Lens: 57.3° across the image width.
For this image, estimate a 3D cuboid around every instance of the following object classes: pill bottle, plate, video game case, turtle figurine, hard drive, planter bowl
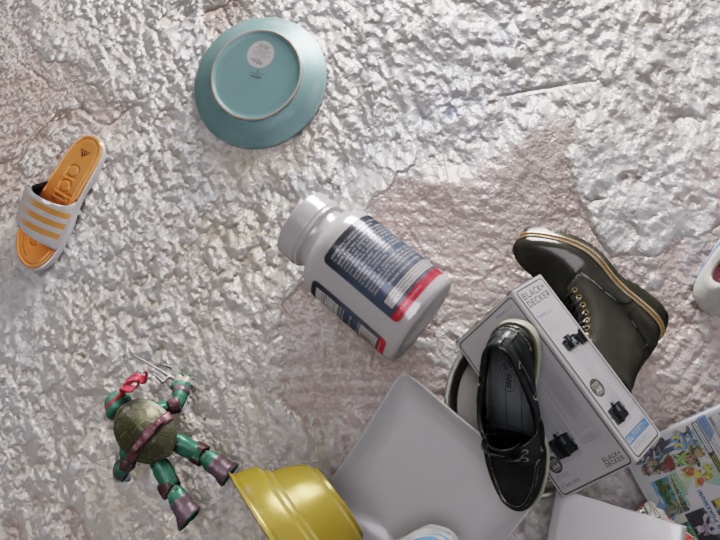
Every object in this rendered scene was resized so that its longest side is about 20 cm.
[{"bbox_3d":[0.000,0.000,0.796,0.199,0.120,0.120,39,85,14],"label":"pill bottle"},{"bbox_3d":[0.075,0.253,0.752,0.198,0.032,0.202,36,102,16],"label":"plate"},{"bbox_3d":[0.407,0.248,0.697,0.181,0.022,0.203,-33,74,25],"label":"video game case"},{"bbox_3d":[-0.145,-0.271,0.928,0.195,0.026,0.205,-2,77,9],"label":"plate"},{"bbox_3d":[-0.251,0.205,0.802,0.200,0.101,0.150,42,86,9],"label":"turtle figurine"},{"bbox_3d":[0.246,0.344,0.672,0.129,0.026,0.204,9,77,29],"label":"hard drive"},{"bbox_3d":[-0.054,0.276,0.714,0.083,0.201,0.201,-34,74,-17],"label":"planter bowl"}]

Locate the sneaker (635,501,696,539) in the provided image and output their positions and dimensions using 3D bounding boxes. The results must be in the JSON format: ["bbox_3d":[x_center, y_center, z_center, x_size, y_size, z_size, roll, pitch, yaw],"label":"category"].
[{"bbox_3d":[0.275,0.345,0.712,0.202,0.067,0.108,-47,56,9],"label":"sneaker"}]

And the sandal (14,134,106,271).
[{"bbox_3d":[-0.429,-0.105,0.913,0.078,0.059,0.210,21,81,12],"label":"sandal"}]

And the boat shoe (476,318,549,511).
[{"bbox_3d":[0.148,0.155,0.658,0.073,0.066,0.204,9,106,32],"label":"boat shoe"}]

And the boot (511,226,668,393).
[{"bbox_3d":[0.242,0.046,0.743,0.198,0.078,0.138,32,51,14],"label":"boot"}]

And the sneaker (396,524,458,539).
[{"bbox_3d":[0.025,0.345,0.718,0.199,0.072,0.072,-42,83,23],"label":"sneaker"}]

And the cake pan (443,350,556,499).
[{"bbox_3d":[0.196,0.160,0.774,0.195,0.037,0.205,-2,77,7],"label":"cake pan"}]

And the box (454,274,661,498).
[{"bbox_3d":[0.202,0.121,0.699,0.059,0.117,0.202,-22,69,-39],"label":"box"}]

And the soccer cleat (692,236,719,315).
[{"bbox_3d":[0.453,-0.039,0.757,0.069,0.086,0.203,27,82,13],"label":"soccer cleat"}]
